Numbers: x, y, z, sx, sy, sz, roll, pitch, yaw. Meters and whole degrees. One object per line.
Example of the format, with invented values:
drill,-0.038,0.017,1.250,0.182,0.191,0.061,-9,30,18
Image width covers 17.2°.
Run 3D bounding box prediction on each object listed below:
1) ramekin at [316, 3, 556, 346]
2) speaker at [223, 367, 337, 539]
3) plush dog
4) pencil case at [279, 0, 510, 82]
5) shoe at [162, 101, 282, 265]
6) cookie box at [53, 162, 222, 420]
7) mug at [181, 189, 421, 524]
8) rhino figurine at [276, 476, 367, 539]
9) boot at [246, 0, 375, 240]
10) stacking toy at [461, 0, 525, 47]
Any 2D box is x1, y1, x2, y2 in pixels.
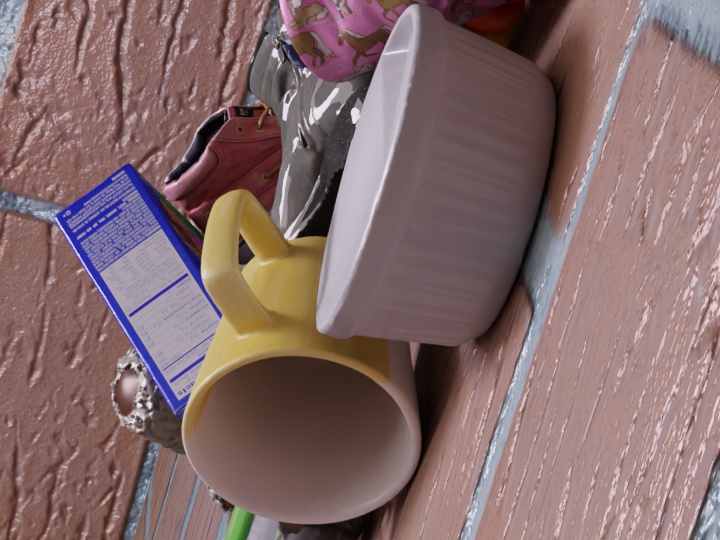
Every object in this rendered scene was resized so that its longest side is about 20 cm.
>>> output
ramekin,0.046,-0.048,1.392,0.202,0.094,0.203,-165,90,-83
speaker,-0.042,0.152,1.670,0.088,0.088,0.200,-90,17,-64
plush dog,-0.071,0.089,1.881,0.200,0.160,0.172,36,102,36
pencil case,0.038,-0.183,1.449,0.200,0.086,0.083,-22,88,40
shoe,-0.058,-0.105,1.805,0.200,0.091,0.071,-47,20,1
cookie box,-0.119,0.042,1.743,0.200,0.075,0.171,55,-176,30
mug,-0.029,0.044,1.516,0.153,0.149,0.187,-83,1,-50
rhino figurine,-0.040,0.228,1.588,0.087,0.060,0.200,-9,-67,-84
boot,-0.038,-0.087,1.607,0.131,0.068,0.200,54,130,34
stacking toy,0.069,-0.154,1.551,0.200,0.085,0.085,126,159,-50
